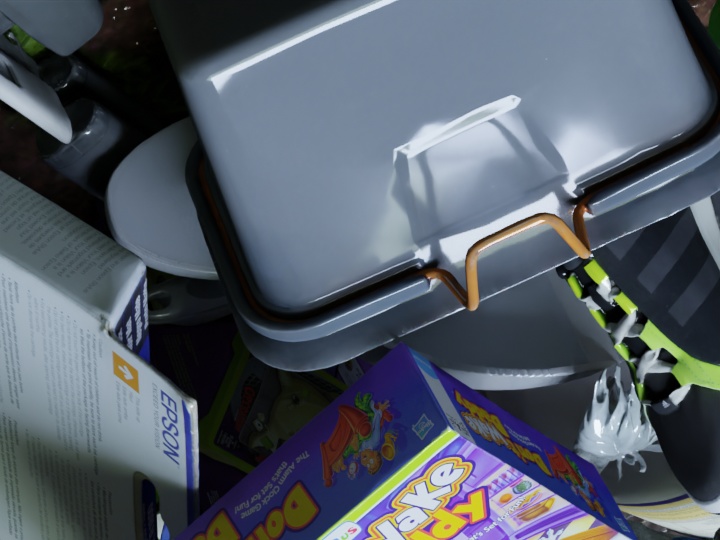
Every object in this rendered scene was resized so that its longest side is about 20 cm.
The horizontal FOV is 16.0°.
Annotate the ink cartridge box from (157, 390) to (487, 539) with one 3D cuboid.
[{"bbox_3d":[0.008,0.115,1.260,0.200,0.067,0.116,-34,143,11],"label":"ink cartridge box"}]

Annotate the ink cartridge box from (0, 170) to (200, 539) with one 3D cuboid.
[{"bbox_3d":[-0.125,0.049,1.006,0.041,0.200,0.200,-42,153,-31],"label":"ink cartridge box"}]

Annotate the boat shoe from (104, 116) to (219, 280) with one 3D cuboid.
[{"bbox_3d":[-0.005,-0.034,1.015,0.200,0.069,0.057,-12,169,-15],"label":"boat shoe"}]

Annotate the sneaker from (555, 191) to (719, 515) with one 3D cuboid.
[{"bbox_3d":[0.098,-0.001,0.973,0.083,0.200,0.072,-7,164,-25],"label":"sneaker"}]

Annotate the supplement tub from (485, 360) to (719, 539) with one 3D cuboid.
[{"bbox_3d":[0.157,0.048,1.189,0.145,0.145,0.200,-37,153,14],"label":"supplement tub"}]

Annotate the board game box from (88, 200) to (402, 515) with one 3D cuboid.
[{"bbox_3d":[-0.031,0.052,1.052,0.120,0.200,0.032,-4,142,-25],"label":"board game box"}]

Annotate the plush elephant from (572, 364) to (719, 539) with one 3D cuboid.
[{"bbox_3d":[0.132,0.158,1.031,0.200,0.155,0.165,-67,165,8],"label":"plush elephant"}]

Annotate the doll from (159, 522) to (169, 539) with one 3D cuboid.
[{"bbox_3d":[-0.036,0.087,1.169,0.136,0.048,0.200,15,105,1],"label":"doll"}]

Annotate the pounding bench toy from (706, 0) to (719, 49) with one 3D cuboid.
[{"bbox_3d":[0.224,-0.088,1.073,0.156,0.200,0.124,39,111,-17],"label":"pounding bench toy"}]

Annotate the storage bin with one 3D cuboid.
[{"bbox_3d":[0.022,-0.072,0.882,0.200,0.146,0.134,-24,137,2],"label":"storage bin"}]

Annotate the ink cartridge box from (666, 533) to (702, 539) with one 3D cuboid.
[{"bbox_3d":[0.077,0.169,1.207,0.200,0.068,0.115,-5,-178,-29],"label":"ink cartridge box"}]

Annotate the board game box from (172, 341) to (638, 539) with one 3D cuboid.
[{"bbox_3d":[-0.012,0.128,0.950,0.200,0.045,0.134,-42,138,14],"label":"board game box"}]

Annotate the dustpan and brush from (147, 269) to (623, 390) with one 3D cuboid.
[{"bbox_3d":[0.000,0.000,1.051,0.200,0.140,0.057,-17,154,-14],"label":"dustpan and brush"}]

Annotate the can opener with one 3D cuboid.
[{"bbox_3d":[-0.102,-0.064,0.994,0.066,0.053,0.200,-34,143,11],"label":"can opener"}]
